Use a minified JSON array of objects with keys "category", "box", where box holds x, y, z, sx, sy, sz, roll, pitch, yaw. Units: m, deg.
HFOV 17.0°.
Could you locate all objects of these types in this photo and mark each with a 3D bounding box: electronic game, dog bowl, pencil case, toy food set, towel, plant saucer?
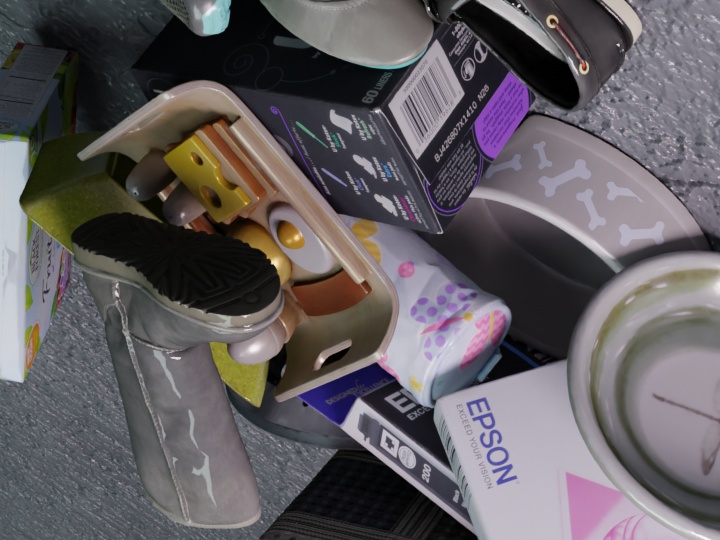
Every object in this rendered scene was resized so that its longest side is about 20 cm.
[{"category":"electronic game","box":[0.005,0.069,1.675,0.199,0.200,0.042,16,122,34]},{"category":"dog bowl","box":[0.124,-0.013,1.527,0.199,0.059,0.200,28,154,15]},{"category":"pencil case","box":[0.000,0.000,1.525,0.200,0.083,0.091,39,173,23]},{"category":"toy food set","box":[-0.077,-0.015,1.444,0.200,0.060,0.143,50,150,-8]},{"category":"towel","box":[0.051,0.169,1.533,0.199,0.193,0.035,11,116,20]},{"category":"plant saucer","box":[0.211,0.084,1.418,0.200,0.200,0.050,32,144,5]},{"category":"plant saucer","box":[-0.127,-0.017,1.585,0.200,0.048,0.200,41,-171,-12]}]

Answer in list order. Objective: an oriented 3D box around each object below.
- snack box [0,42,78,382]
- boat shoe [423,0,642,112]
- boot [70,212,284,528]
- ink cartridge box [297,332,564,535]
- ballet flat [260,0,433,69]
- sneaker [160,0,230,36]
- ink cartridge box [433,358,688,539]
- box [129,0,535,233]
[{"category":"snack box","box":[-0.245,-0.043,1.732,0.053,0.142,0.201,9,122,5]},{"category":"boat shoe","box":[0.061,-0.168,1.323,0.201,0.063,0.074,39,158,-7]},{"category":"boot","box":[-0.095,0.074,1.443,0.181,0.072,0.201,24,131,48]},{"category":"ink cartridge box","box":[0.092,0.087,1.572,0.200,0.198,0.044,35,130,30]},{"category":"ballet flat","box":[-0.037,-0.181,1.368,0.200,0.067,0.064,39,158,36]},{"category":"sneaker","box":[-0.145,-0.200,1.394,0.200,0.091,0.078,53,158,30]},{"category":"ink cartridge box","box":[0.168,0.138,1.434,0.043,0.199,0.197,89,162,-62]},{"category":"box","box":[-0.017,-0.113,1.440,0.199,0.122,0.106,12,144,38]}]
